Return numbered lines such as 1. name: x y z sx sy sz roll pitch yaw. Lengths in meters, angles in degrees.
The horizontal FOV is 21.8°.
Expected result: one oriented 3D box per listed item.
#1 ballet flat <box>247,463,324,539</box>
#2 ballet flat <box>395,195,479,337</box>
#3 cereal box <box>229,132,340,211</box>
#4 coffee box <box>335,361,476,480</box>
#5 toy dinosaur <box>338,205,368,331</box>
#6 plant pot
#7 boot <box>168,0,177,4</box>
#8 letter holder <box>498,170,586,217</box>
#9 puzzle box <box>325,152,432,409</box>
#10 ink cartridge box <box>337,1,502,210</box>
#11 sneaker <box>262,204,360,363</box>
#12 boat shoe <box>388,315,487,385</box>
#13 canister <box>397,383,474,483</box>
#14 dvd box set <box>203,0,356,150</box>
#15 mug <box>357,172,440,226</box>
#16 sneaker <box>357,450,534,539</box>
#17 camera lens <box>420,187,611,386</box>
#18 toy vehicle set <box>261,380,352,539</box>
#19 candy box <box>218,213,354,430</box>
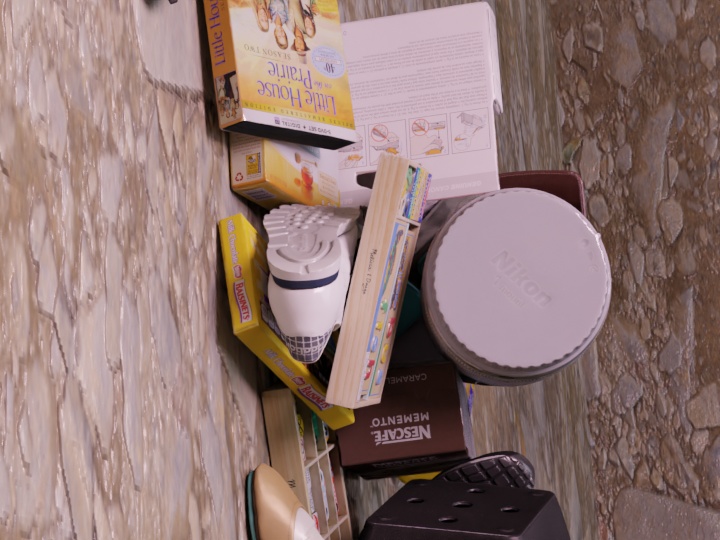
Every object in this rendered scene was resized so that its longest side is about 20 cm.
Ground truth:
1. ballet flat: -0.043 0.247 1.445 0.069 0.062 0.203 -11 94 -77
2. ballet flat: 0.049 0.000 1.752 0.067 0.200 0.064 42 12 -30
3. cereal box: -0.065 -0.147 1.573 0.144 0.039 0.202 26 57 -61
4. coffee box: 0.042 0.140 1.693 0.200 0.113 0.081 55 27 -78
5. toy dinosaur: 0.000 0.000 1.608 0.200 0.047 0.089 113 2 -69
6. plant pot: 0.085 0.283 1.581 0.199 0.198 0.180 -25 116 -68
7. boot: -0.054 -0.276 1.378 0.189 0.198 0.069 -80 158 -52
8. letter holder: 0.117 -0.023 1.819 0.100 0.199 0.144 -2 87 -46
9. puzzle box: 0.016 0.010 1.506 0.133 0.025 0.202 7 96 -80
10. ink cartridge box: 0.026 -0.135 1.646 0.045 0.198 0.178 44 41 -69
11. sneaker: -0.039 0.002 1.460 0.200 0.075 0.081 -69 155 -70
12. boat shoe: 0.078 0.077 1.768 0.057 0.198 0.069 55 50 -48
13. canister: 0.072 0.110 1.961 0.201 0.086 0.150 -76 155 -53
14. dvd box set: -0.069 -0.204 1.507 0.146 0.029 0.202 7 71 -51
15. mug: 0.035 -0.138 1.781 0.176 0.146 0.202 78 22 -64
16. sneaker: 0.071 0.211 1.710 0.076 0.199 0.088 50 21 -17
17. camera lens: 0.131 0.017 1.603 0.200 0.158 0.162 76 8 -85
18. toy vehicle set: -0.040 0.189 1.566 0.124 0.026 0.202 -27 109 -76
19. candy box: -0.058 0.044 1.499 0.200 0.026 0.103 50 23 -56
